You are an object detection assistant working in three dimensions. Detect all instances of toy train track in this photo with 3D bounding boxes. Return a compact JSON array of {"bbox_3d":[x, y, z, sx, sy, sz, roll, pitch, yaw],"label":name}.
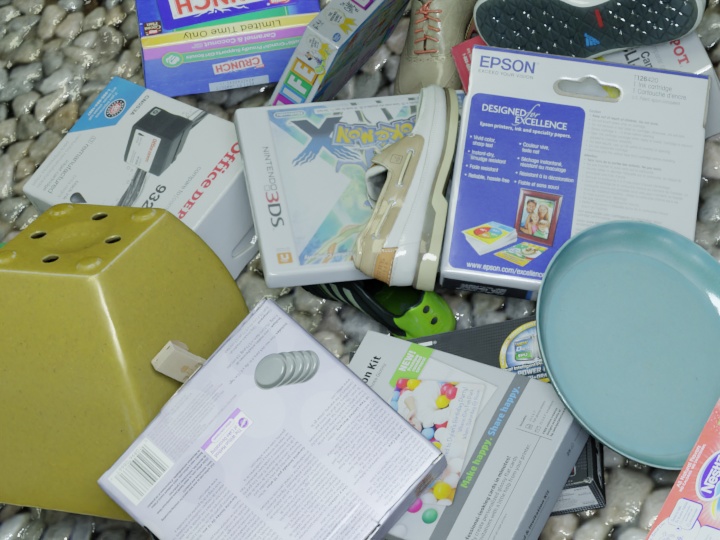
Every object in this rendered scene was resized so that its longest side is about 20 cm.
[{"bbox_3d":[-0.089,0.093,1.677,0.115,0.200,0.033,-47,45,14],"label":"toy train track"}]

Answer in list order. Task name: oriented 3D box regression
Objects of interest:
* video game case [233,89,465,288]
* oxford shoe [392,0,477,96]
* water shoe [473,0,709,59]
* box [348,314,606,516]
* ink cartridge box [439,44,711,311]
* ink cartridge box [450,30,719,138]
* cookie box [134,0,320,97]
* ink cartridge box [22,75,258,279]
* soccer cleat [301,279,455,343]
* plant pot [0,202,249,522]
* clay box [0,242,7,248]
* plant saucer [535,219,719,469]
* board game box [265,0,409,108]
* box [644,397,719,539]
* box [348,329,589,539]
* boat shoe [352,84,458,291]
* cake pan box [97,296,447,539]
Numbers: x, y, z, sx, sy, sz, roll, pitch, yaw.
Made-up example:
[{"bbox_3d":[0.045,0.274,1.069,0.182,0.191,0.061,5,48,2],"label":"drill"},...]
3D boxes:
[{"bbox_3d":[0.007,-0.070,1.755,0.200,0.022,0.183,-5,52,-10],"label":"video game case"},{"bbox_3d":[0.061,-0.205,1.905,0.070,0.075,0.200,-1,56,24],"label":"oxford shoe"},{"bbox_3d":[0.194,-0.215,1.762,0.200,0.072,0.079,0,28,26],"label":"water shoe"},{"bbox_3d":[0.088,0.122,1.674,0.200,0.044,0.160,-11,54,17],"label":"box"},{"bbox_3d":[0.172,-0.070,1.706,0.197,0.047,0.200,8,69,3],"label":"ink cartridge box"},{"bbox_3d":[0.194,-0.157,1.804,0.200,0.083,0.145,-23,50,8],"label":"ink cartridge box"},{"bbox_3d":[-0.129,-0.265,2.008,0.171,0.075,0.200,-8,52,-4],"label":"cookie box"},{"bbox_3d":[-0.178,-0.072,1.910,0.200,0.084,0.145,24,67,35],"label":"ink cartridge box"},{"bbox_3d":[0.000,0.000,1.779,0.200,0.081,0.068,31,73,38],"label":"soccer cleat"},{"bbox_3d":[-0.207,0.059,1.706,0.194,0.200,0.196,4,31,28],"label":"plant pot"},{"bbox_3d":[-0.305,0.065,1.891,0.115,0.048,0.200,-3,55,24],"label":"clay box"},{"bbox_3d":[0.215,0.058,1.605,0.200,0.027,0.201,10,64,-21],"label":"plant saucer"},{"bbox_3d":[-0.008,-0.210,1.865,0.034,0.135,0.200,35,47,4],"label":"board game box"},{"bbox_3d":[0.274,0.186,1.510,0.102,0.095,0.200,16,64,33],"label":"box"},{"bbox_3d":[0.058,0.140,1.621,0.200,0.041,0.156,16,65,33],"label":"box"},{"bbox_3d":[0.038,-0.074,1.701,0.068,0.075,0.200,8,49,1],"label":"boat shoe"},{"bbox_3d":[-0.066,0.152,1.574,0.184,0.052,0.200,39,81,18],"label":"cake pan box"}]
